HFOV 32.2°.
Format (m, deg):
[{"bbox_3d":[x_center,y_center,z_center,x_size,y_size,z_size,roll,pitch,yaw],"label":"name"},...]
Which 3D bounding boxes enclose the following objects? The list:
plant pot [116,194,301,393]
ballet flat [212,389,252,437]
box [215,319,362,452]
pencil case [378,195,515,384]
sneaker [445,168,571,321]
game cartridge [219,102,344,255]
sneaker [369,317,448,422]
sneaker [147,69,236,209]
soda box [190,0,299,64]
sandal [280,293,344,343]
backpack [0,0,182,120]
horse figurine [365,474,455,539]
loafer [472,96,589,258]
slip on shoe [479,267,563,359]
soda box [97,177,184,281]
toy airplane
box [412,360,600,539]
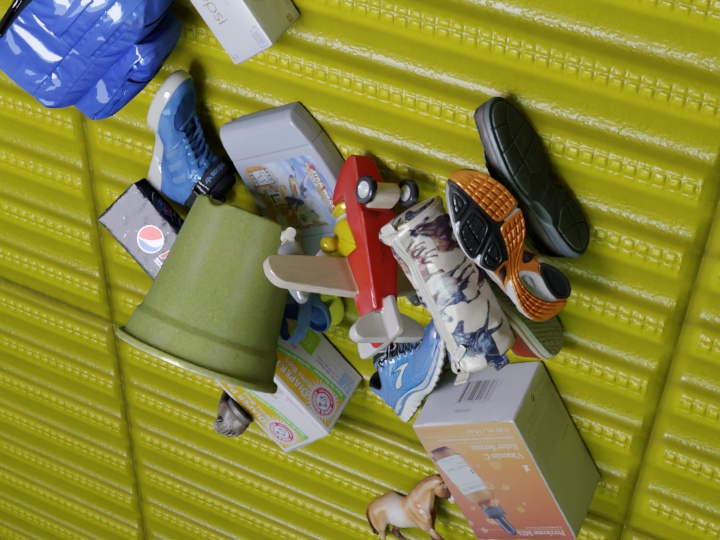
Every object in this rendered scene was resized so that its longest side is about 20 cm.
[{"bbox_3d":[-0.157,0.020,1.442,0.198,0.187,0.200,21,179,0],"label":"plant pot"},{"bbox_3d":[-0.175,0.197,1.723,0.067,0.046,0.200,45,180,-4],"label":"ballet flat"},{"bbox_3d":[-0.111,0.125,1.649,0.200,0.113,0.101,47,137,-15],"label":"box"},{"bbox_3d":[0.092,0.018,1.334,0.077,0.090,0.202,-16,111,39],"label":"pencil case"},{"bbox_3d":[0.139,-0.032,1.316,0.201,0.075,0.092,53,176,-30],"label":"sneaker"},{"bbox_3d":[-0.070,-0.099,1.479,0.132,0.042,0.202,-5,124,41],"label":"game cartridge"},{"bbox_3d":[0.060,0.112,1.552,0.088,0.079,0.201,31,138,1],"label":"sneaker"},{"bbox_3d":[-0.193,-0.143,1.483,0.110,0.077,0.201,33,143,11],"label":"sneaker"},{"bbox_3d":[-0.152,-0.322,1.304,0.063,0.068,0.201,-17,117,41],"label":"soda box"},{"bbox_3d":[-0.110,0.016,1.570,0.200,0.087,0.079,42,140,-5],"label":"sandal"},{"bbox_3d":[-0.276,-0.284,1.359,0.167,0.164,0.200,36,126,-15],"label":"backpack"},{"bbox_3d":[0.068,0.358,1.785,0.198,0.050,0.134,-11,108,46],"label":"horse figurine"},{"bbox_3d":[0.167,-0.089,1.311,0.062,0.072,0.201,-12,123,46],"label":"loafer"},{"bbox_3d":[0.155,0.027,1.423,0.061,0.074,0.201,-16,122,44],"label":"slip on shoe"},{"bbox_3d":[-0.230,-0.017,1.554,0.071,0.063,0.200,-41,96,9],"label":"soda box"},{"bbox_3d":[0.000,0.000,1.402,0.140,0.200,0.201,-11,125,51],"label":"toy airplane"},{"bbox_3d":[0.184,0.227,1.555,0.151,0.107,0.202,-10,121,38],"label":"box"}]
